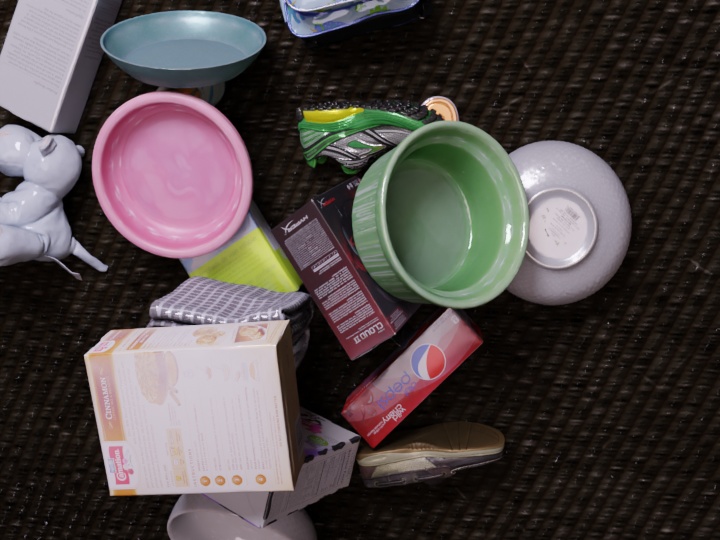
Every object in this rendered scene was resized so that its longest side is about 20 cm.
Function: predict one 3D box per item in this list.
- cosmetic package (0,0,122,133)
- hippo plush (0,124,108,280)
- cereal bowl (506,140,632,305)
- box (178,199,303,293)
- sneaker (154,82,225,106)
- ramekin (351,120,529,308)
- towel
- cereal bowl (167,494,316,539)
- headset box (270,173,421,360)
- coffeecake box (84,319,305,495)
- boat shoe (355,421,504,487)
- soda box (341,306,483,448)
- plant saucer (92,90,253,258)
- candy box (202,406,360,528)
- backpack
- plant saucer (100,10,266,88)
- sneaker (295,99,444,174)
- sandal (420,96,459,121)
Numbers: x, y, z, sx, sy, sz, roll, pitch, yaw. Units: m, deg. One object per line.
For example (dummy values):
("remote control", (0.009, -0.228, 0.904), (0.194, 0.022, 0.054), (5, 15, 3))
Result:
("cosmetic package", (-0.390, -0.292, 1.052), (0.100, 0.071, 0.204), (25, 100, 3))
("hippo plush", (-0.424, -0.097, 1.039), (0.196, 0.159, 0.165), (20, 101, 5))
("cereal bowl", (0.234, -0.055, 0.993), (0.194, 0.083, 0.206), (1, 98, 9))
("box", (-0.176, -0.033, 1.069), (0.120, 0.048, 0.203), (-31, 93, 10))
("sneaker", (-0.256, -0.183, 1.044), (0.076, 0.081, 0.201), (38, 102, -1))
("ramekin", (0.085, -0.057, 0.922), (0.195, 0.097, 0.206), (3, 85, -28))
("towel", (-0.145, 0.062, 0.955), (0.161, 0.200, 0.088), (10, 98, 4))
("cereal bowl", (-0.145, 0.330, 1.065), (0.195, 0.084, 0.203), (11, 136, 10))
("headset box", (0.000, 0.000, 0.993), (0.074, 0.148, 0.203), (-31, 92, 29))
("coffeecake box", (-0.164, 0.141, 0.834), (0.194, 0.073, 0.158), (-3, 106, 7))
("boat shoe", (0.092, 0.244, 1.064), (0.194, 0.073, 0.067), (-6, 108, 12))
("soda box", (0.066, 0.130, 1.047), (0.063, 0.070, 0.200), (44, 101, -2))
("plant saucer", (-0.224, -0.118, 0.996), (0.195, 0.051, 0.206), (1, 113, 3))
("candy box", (-0.119, 0.219, 0.996), (0.165, 0.199, 0.073), (20, 100, 27))
("backpack", (-0.022, -0.386, 0.952), (0.178, 0.147, 0.205), (-13, 93, 7))
("plant saucer", (-0.210, -0.264, 0.983), (0.194, 0.202, 0.037), (8, 125, 6))
("sneaker", (0.015, -0.165, 1.012), (0.195, 0.078, 0.088), (4, 109, 25))
("sandal", (0.082, -0.111, 1.018), (0.077, 0.059, 0.213), (5, 98, 7))
